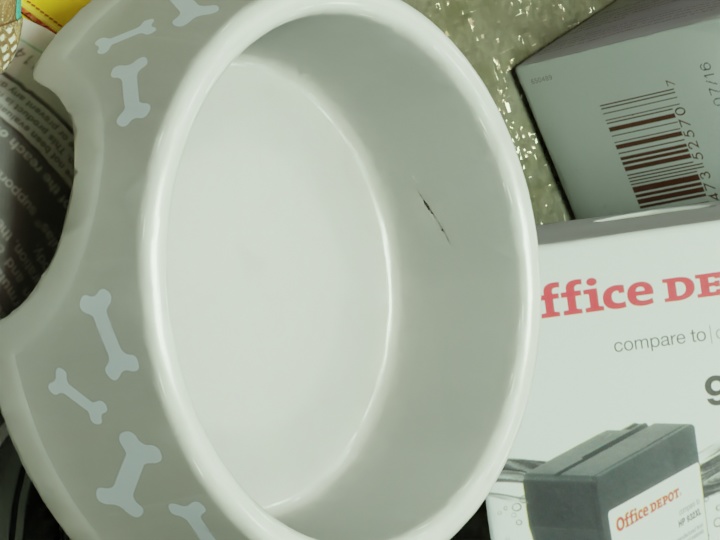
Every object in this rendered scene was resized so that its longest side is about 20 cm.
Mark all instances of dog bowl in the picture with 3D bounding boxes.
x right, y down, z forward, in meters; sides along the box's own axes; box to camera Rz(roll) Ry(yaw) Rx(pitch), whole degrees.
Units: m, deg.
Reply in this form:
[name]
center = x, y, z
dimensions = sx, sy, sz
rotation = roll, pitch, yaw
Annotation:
[dog bowl]
center = -0.020, 0.004, 0.826
dimensions = 0.200, 0.059, 0.201
rotation = 6, 83, -47

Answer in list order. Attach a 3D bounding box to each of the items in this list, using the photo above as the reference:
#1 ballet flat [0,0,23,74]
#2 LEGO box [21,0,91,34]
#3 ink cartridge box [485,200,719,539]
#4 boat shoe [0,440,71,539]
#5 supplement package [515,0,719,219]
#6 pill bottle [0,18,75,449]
[ballet flat]
center = -0.187, -0.110, 0.775
dimensions = 0.199, 0.071, 0.065
rotation = 17, 109, -9
[LEGO box]
center = -0.112, -0.137, 0.897
dimensions = 0.200, 0.077, 0.149
rotation = 37, 59, -34
[ink cartridge box]
center = 0.120, 0.079, 1.015
dimensions = 0.084, 0.145, 0.201
rotation = -31, 113, -81
[boat shoe]
center = -0.075, 0.132, 0.888
dimensions = 0.072, 0.071, 0.201
rotation = -1, 83, -44
[supplement package]
center = 0.181, -0.079, 1.142
dimensions = 0.200, 0.117, 0.117
rotation = -35, 106, -42
[pill bottle]
center = -0.152, 0.020, 0.806
dimensions = 0.200, 0.113, 0.113
rotation = -49, 116, -38
